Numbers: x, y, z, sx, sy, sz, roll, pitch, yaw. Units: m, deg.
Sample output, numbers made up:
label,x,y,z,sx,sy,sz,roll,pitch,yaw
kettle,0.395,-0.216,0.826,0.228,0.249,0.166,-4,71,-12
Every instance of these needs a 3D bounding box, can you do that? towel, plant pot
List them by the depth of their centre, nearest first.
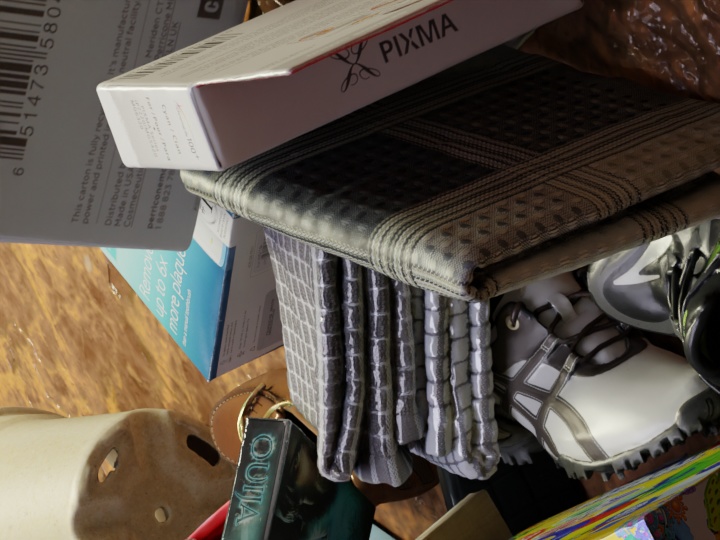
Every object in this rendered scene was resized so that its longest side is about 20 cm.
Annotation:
label,x,y,z,sx,sy,sz,roll,pitch,yaw
towel,0.054,-0.042,1.276,0.193,0.200,0.035,20,124,46
towel,0.000,0.000,1.465,0.166,0.086,0.200,-145,50,-72
plant pot,-0.170,0.168,1.897,0.183,0.200,0.201,-22,93,52

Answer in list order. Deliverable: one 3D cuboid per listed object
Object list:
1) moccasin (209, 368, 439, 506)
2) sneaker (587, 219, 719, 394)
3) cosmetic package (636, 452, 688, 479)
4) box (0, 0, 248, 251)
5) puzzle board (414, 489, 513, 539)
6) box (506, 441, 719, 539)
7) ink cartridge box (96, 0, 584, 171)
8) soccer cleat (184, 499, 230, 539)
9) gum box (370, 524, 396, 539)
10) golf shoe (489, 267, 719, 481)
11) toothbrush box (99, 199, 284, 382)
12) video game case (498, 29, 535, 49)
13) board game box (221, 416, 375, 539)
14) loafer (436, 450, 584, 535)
label,x,y,z,sx,sy,sz,roll,pitch,yaw
moccasin,-0.033,0.105,1.695,0.201,0.078,0.074,18,128,55
sneaker,0.158,0.009,1.271,0.200,0.083,0.071,14,125,57
cosmetic package,0.100,0.169,1.453,0.200,0.051,0.083,-32,90,37
box,-0.183,-0.130,1.495,0.171,0.200,0.199,30,110,49
puzzle board,0.044,0.202,1.344,0.017,0.200,0.151,-28,93,35
box,0.124,0.159,1.272,0.200,0.193,0.122,-29,86,39
ink cartridge box,0.012,-0.099,1.268,0.176,0.200,0.045,4,116,60
soccer cleat,-0.097,0.190,1.613,0.076,0.200,0.067,43,180,-42
gum box,-0.018,0.224,1.667,0.200,0.170,0.045,31,143,47
golf shoe,0.102,0.044,1.407,0.200,0.078,0.095,-1,112,59
toothbrush box,-0.100,-0.064,1.664,0.200,0.085,0.146,51,149,28
video game case,0.047,-0.176,1.381,0.143,0.018,0.200,60,152,8
board game box,-0.043,0.191,1.516,0.028,0.200,0.135,3,158,21
loafer,0.084,0.158,1.545,0.072,0.073,0.200,-12,101,67
